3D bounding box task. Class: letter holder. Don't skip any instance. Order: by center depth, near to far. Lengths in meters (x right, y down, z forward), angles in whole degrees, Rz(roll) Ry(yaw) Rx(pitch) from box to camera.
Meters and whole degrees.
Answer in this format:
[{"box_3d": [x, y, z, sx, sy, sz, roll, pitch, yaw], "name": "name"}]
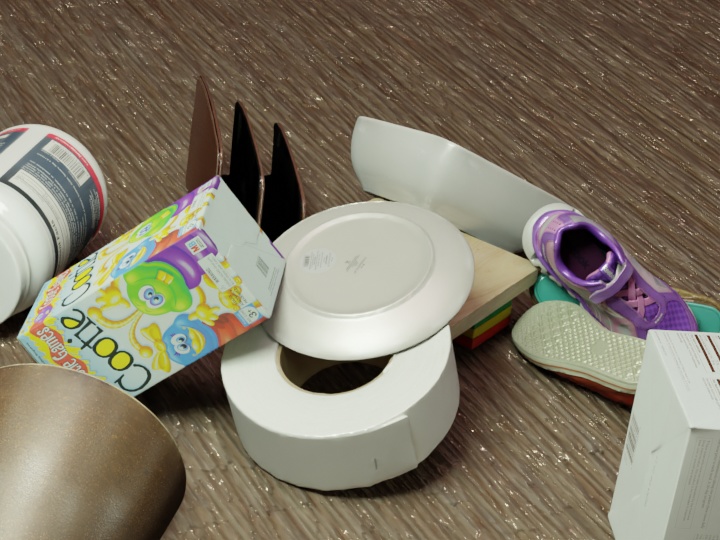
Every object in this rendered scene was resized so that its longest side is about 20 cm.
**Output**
[{"box_3d": [-0.118, -0.108, 1.931, 0.100, 0.142, 0.200, 0, 29, -12], "name": "letter holder"}]

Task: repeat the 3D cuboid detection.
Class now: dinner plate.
[{"box_3d": [0.000, 0.000, 1.630, 0.200, 0.024, 0.200, -7, 42, 6], "name": "dinner plate"}]

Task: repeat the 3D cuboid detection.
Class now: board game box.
[{"box_3d": [-0.179, 0.025, 1.608, 0.200, 0.103, 0.105, -31, 21, 20], "name": "board game box"}]

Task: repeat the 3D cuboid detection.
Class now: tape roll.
[{"box_3d": [-0.016, 0.092, 1.602, 0.202, 0.071, 0.203, -6, 42, 6], "name": "tape roll"}]

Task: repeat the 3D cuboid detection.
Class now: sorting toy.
[{"box_3d": [0.036, 0.023, 1.806, 0.199, 0.070, 0.200, 24, 33, 28], "name": "sorting toy"}]

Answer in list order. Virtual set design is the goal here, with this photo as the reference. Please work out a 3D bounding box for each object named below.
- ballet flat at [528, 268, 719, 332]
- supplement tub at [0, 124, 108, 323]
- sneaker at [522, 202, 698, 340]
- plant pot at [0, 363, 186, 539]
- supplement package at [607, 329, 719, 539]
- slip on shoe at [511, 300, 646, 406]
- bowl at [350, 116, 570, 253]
[{"box_3d": [0.265, 0.033, 1.857, 0.200, 0.068, 0.072, 9, 9, 2], "name": "ballet flat"}, {"box_3d": [-0.336, -0.042, 1.764, 0.140, 0.141, 0.200, 13, 29, 11], "name": "supplement tub"}, {"box_3d": [0.242, 0.014, 1.775, 0.200, 0.081, 0.088, 41, -5, -2], "name": "sneaker"}, {"box_3d": [-0.242, 0.203, 1.333, 0.187, 0.187, 0.200, 11, 42, 7], "name": "plant pot"}, {"box_3d": [0.323, 0.167, 1.484, 0.200, 0.192, 0.147, 4, 30, -7], "name": "supplement package"}, {"box_3d": [0.218, 0.083, 1.757, 0.074, 0.061, 0.200, -48, 39, -17], "name": "slip on shoe"}, {"box_3d": [0.092, -0.082, 1.924, 0.200, 0.075, 0.200, 26, -1, -35], "name": "bowl"}]
